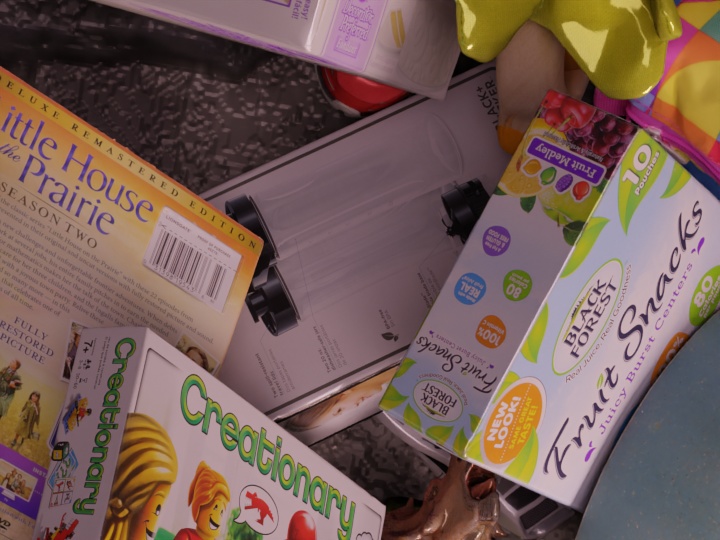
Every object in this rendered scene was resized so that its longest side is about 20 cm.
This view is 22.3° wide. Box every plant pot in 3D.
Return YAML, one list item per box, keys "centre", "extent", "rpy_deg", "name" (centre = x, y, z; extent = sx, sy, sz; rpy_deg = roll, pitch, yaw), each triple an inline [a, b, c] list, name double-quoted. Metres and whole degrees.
- centre: [0.198, 0.126, 0.795]
  extent: [0.134, 0.200, 0.202]
  rpy_deg: [28, 94, 33]
  name: "plant pot"

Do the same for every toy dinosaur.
- centre: [0.000, 0.170, 0.836]
  extent: [0.199, 0.086, 0.137]
  rpy_deg: [-26, 58, 19]
  name: "toy dinosaur"

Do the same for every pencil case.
- centre: [0.203, -0.044, 0.805]
  extent: [0.200, 0.088, 0.089]
  rpy_deg: [40, 92, 23]
  name: "pencil case"

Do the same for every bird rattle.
- centre: [0.085, -0.143, 0.786]
  extent: [0.111, 0.201, 0.164]
  rpy_deg: [9, 137, 7]
  name: "bird rattle"

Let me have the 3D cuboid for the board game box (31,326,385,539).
- centre: [-0.056, 0.120, 0.716]
  extent: [0.034, 0.200, 0.128]
  rpy_deg: [-3, 64, 28]
  name: "board game box"

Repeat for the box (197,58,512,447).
- centre: [0.000, 0.000, 0.839]
  extent: [0.198, 0.060, 0.117]
  rpy_deg: [-26, 70, -7]
  name: "box"

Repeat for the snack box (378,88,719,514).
- centre: [0.105, 0.029, 0.773]
  extent: [0.053, 0.200, 0.143]
  rpy_deg: [26, 88, 36]
  name: "snack box"

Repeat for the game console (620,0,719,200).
- centre: [0.220, -0.078, 0.852]
  extent: [0.118, 0.172, 0.202]
  rpy_deg: [7, 96, -32]
  name: "game console"

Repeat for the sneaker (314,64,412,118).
- centre: [0.050, -0.155, 0.843]
  extent: [0.077, 0.085, 0.201]
  rpy_deg: [31, 93, -7]
  name: "sneaker"

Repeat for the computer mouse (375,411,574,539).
- centre: [0.078, 0.086, 0.887]
  extent: [0.200, 0.044, 0.110]
  rpy_deg: [42, 77, -2]
  name: "computer mouse"

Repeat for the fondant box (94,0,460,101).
- centre: [-0.069, -0.131, 0.768]
  extent: [0.198, 0.144, 0.059]
  rpy_deg: [17, 94, 24]
  name: "fondant box"

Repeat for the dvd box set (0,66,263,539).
- centre: [-0.128, 0.035, 0.722]
  extent: [0.146, 0.029, 0.202]
  rpy_deg: [33, 54, -24]
  name: "dvd box set"

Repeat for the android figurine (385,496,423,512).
- centre: [-0.020, 0.206, 0.896]
  extent: [0.180, 0.041, 0.202]
  rpy_deg: [9, 92, -6]
  name: "android figurine"
